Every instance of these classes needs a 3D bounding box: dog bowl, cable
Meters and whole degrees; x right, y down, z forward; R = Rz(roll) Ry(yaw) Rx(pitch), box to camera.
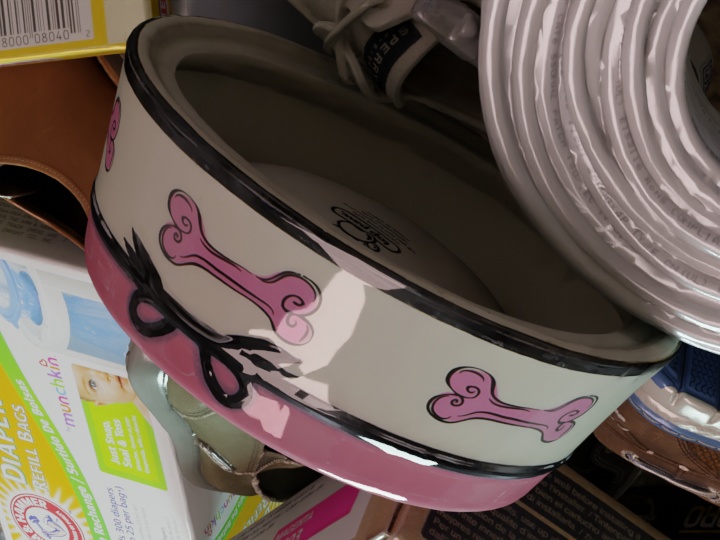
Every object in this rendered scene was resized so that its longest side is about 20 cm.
[{"bbox_3d":[0.000,0.000,0.711,0.199,0.200,0.074,32,108,4],"label":"dog bowl"},{"bbox_3d":[0.133,-0.068,0.654,0.200,0.069,0.200,45,118,-10],"label":"cable"}]

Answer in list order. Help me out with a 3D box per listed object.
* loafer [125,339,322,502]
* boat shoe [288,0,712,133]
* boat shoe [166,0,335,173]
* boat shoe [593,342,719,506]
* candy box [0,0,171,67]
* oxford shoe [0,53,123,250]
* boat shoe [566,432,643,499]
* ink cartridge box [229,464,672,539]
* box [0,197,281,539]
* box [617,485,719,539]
[{"bbox_3d":[-0.031,0.054,0.845,0.069,0.076,0.200,24,171,17],"label":"loafer"},{"bbox_3d":[0.020,-0.089,0.752,0.199,0.070,0.071,30,140,5],"label":"boat shoe"},{"bbox_3d":[-0.017,-0.027,0.848,0.066,0.070,0.200,-19,125,43],"label":"boat shoe"},{"bbox_3d":[0.175,0.065,0.784,0.199,0.073,0.072,24,144,-6],"label":"boat shoe"},{"bbox_3d":[-0.166,-0.121,0.808,0.199,0.026,0.103,-4,89,19],"label":"candy box"},{"bbox_3d":[-0.126,-0.069,0.834,0.200,0.071,0.071,46,163,30],"label":"oxford shoe"},{"bbox_3d":[0.096,0.047,0.839,0.072,0.068,0.200,35,139,2],"label":"boat shoe"},{"bbox_3d":[0.036,0.148,0.847,0.164,0.075,0.200,37,142,-13],"label":"ink cartridge box"},{"bbox_3d":[-0.098,0.035,0.933,0.112,0.102,0.201,14,136,24],"label":"box"},{"bbox_3d":[0.194,0.173,0.908,0.161,0.049,0.201,-3,127,42],"label":"box"}]
